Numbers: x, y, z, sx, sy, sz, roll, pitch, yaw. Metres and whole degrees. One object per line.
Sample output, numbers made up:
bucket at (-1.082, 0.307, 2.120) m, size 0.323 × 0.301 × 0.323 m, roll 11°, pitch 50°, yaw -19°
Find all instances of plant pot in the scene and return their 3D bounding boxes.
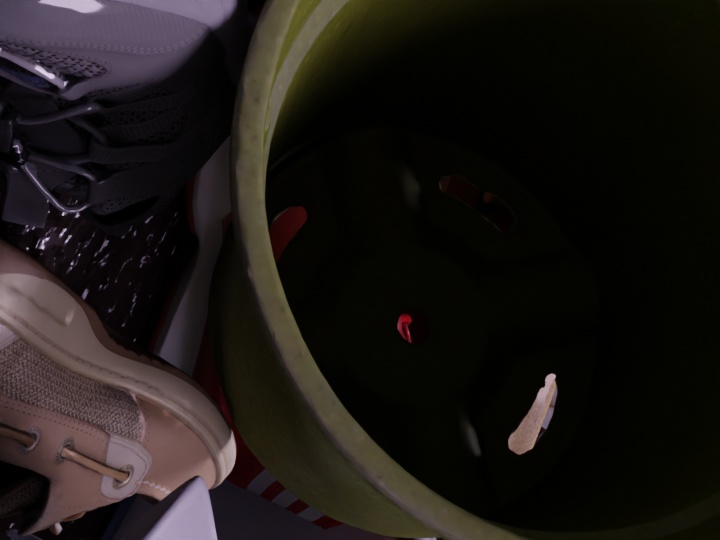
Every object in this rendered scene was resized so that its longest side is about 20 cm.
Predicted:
plant pot at (0.038, -0.002, 0.749) m, size 0.201 × 0.200 × 0.184 m, roll -53°, pitch -174°, yaw -20°

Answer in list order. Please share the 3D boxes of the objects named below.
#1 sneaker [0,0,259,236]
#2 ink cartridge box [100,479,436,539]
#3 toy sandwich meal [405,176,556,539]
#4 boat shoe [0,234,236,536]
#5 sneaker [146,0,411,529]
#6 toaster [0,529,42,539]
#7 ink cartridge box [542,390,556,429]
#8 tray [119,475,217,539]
sneaker at (-0.071, -0.047, 0.689) m, size 0.082 × 0.074 × 0.200 m, roll -62°, pitch 163°, yaw 0°
ink cartridge box at (-0.004, 0.126, 1.043) m, size 0.077 × 0.136 × 0.200 m, roll -59°, pitch 162°, yaw 2°
toy sandwich meal at (0.039, 0.004, 0.983) m, size 0.205 × 0.070 × 0.207 m, roll -162°, pitch -90°, yaw -88°
boat shoe at (-0.097, 0.039, 0.767) m, size 0.065 × 0.071 × 0.200 m, roll -60°, pitch 153°, yaw -9°
sneaker at (0.000, 0.000, 0.890) m, size 0.078 × 0.115 × 0.201 m, roll -40°, pitch 153°, yaw -47°
toaster at (-0.152, 0.162, 0.739) m, size 0.201 × 0.113 × 0.129 m, roll -62°, pitch 158°, yaw 3°
ink cartridge box at (0.138, 0.006, 1.227) m, size 0.200 × 0.146 × 0.083 m, roll -32°, pitch 147°, yaw -58°
tray at (-0.098, 0.148, 0.673) m, size 0.200 × 0.022 × 0.108 m, roll -50°, pitch 152°, yaw -33°
